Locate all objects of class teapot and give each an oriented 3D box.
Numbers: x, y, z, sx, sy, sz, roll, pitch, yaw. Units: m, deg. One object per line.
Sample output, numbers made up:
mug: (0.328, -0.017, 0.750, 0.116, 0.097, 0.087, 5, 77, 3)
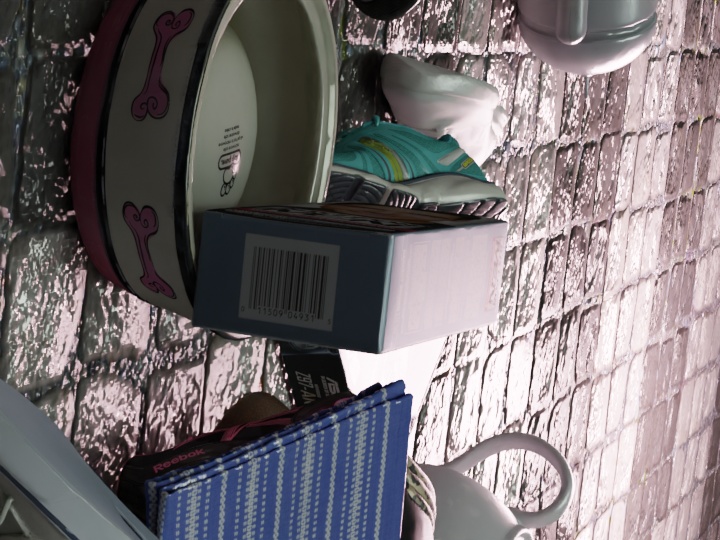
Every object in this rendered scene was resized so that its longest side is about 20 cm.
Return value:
teapot: (0.072, 0.235, 1.571, 0.197, 0.145, 0.201, -30, 125, -67)

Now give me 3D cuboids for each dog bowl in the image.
dog bowl: (-0.080, -0.069, 1.117, 0.200, 0.073, 0.201, 9, 90, -72)

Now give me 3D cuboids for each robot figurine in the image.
robot figurine: (0.181, -0.241, 1.726, 0.170, 0.112, 0.201, -56, 149, -55)

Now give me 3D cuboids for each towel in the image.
towel: (-0.043, 0.146, 1.145, 0.200, 0.024, 0.145, -19, 120, -47)

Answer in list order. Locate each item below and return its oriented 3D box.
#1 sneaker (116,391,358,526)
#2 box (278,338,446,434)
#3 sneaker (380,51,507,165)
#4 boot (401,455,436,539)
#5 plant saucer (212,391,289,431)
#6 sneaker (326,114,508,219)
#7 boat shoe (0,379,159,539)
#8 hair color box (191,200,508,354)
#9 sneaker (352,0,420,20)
sneaker: (-0.057, 0.108, 1.211, 0.200, 0.095, 0.079, -13, 109, -54)
box: (0.003, 0.037, 1.441, 0.200, 0.043, 0.161, 77, 28, -46)
sneaker: (0.055, -0.092, 1.508, 0.089, 0.075, 0.200, -68, 161, -2)
boot: (-0.015, 0.166, 1.298, 0.200, 0.073, 0.151, 37, 40, -36)
plant saucer: (-0.064, 0.175, 1.331, 0.200, 0.032, 0.201, 8, 90, -70)
sneaker: (0.003, -0.053, 1.335, 0.200, 0.080, 0.078, 1, 142, -47)
boat shoe: (-0.149, 0.131, 1.001, 0.086, 0.075, 0.202, -38, 125, -1)
hair color box: (0.000, 0.000, 1.113, 0.200, 0.099, 0.061, -7, 104, -71)
sneaker: (0.040, -0.256, 1.382, 0.115, 0.075, 0.201, -4, 101, -73)
